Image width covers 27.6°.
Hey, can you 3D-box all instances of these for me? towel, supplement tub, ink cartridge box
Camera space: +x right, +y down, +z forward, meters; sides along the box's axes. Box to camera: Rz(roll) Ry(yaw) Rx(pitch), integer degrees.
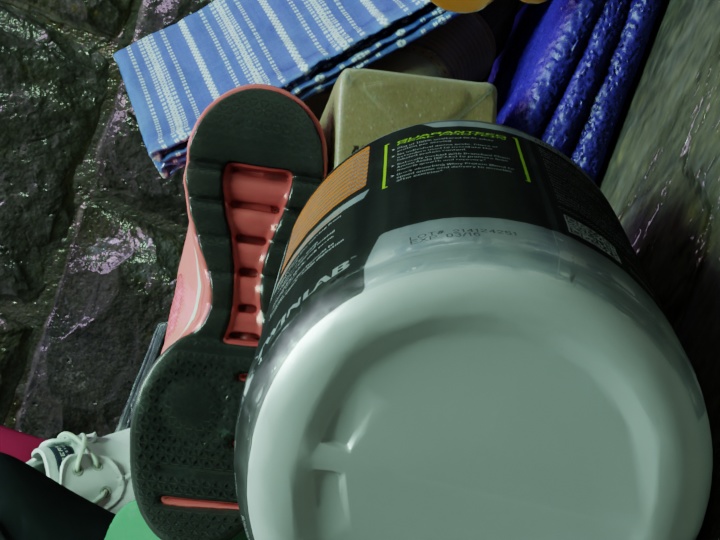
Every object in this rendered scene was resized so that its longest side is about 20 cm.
[{"bbox_3d":[0.089,-0.091,0.728,0.200,0.049,0.148,179,111,-85],"label":"towel"},{"bbox_3d":[0.031,0.024,0.448,0.200,0.122,0.123,-82,13,-72],"label":"supplement tub"},{"bbox_3d":[-0.028,-0.129,0.725,0.199,0.024,0.145,-29,33,0],"label":"towel"},{"bbox_3d":[0.009,0.030,0.673,0.165,0.075,0.201,124,149,-75],"label":"ink cartridge box"}]

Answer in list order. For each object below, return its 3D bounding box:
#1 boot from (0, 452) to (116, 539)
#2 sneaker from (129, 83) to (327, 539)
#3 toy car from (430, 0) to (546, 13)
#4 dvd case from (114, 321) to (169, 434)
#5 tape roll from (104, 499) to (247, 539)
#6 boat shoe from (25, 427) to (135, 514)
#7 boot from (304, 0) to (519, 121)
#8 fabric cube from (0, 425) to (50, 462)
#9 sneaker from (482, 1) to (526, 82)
[{"bbox_3d":[-0.106,0.140,0.815,0.168,0.200,0.076,-36,17,-5],"label":"boot"},{"bbox_3d":[-0.049,0.022,0.646,0.087,0.073,0.201,-10,-69,-89],"label":"sneaker"},{"bbox_3d":[0.065,-0.210,0.623,0.201,0.176,0.184,-62,14,-11],"label":"toy car"},{"bbox_3d":[-0.093,0.150,1.030,0.016,0.200,0.149,-9,52,44],"label":"dvd case"},{"bbox_3d":[-0.073,0.205,0.692,0.200,0.048,0.202,15,107,59],"label":"tape roll"},{"bbox_3d":[-0.171,0.132,0.870,0.200,0.067,0.073,-34,32,-23],"label":"boat shoe"},{"bbox_3d":[0.004,-0.130,0.789,0.199,0.073,0.167,1,42,42],"label":"boot"},{"bbox_3d":[-0.337,0.206,0.991,0.200,0.198,0.197,114,174,-56],"label":"fabric cube"},{"bbox_3d":[0.082,-0.151,0.865,0.085,0.074,0.201,-114,21,-50],"label":"sneaker"}]
